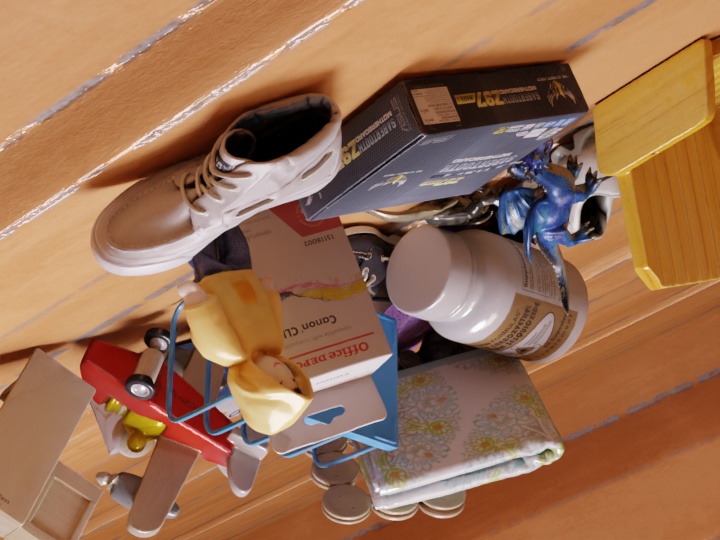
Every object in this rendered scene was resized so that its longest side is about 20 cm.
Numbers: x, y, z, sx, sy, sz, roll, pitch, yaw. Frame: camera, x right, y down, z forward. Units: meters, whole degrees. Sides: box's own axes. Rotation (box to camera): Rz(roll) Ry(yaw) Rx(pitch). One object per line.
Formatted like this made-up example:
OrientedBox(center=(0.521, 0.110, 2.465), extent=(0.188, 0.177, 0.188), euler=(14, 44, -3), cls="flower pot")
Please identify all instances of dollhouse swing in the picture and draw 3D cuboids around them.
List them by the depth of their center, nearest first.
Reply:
OrientedBox(center=(0.339, -0.100, 1.527), extent=(0.182, 0.176, 0.200), euler=(-32, 163, 38), cls="dollhouse swing")

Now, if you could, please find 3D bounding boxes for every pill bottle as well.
OrientedBox(center=(0.126, 0.021, 1.642), extent=(0.200, 0.115, 0.114), euler=(17, 143, -42), cls="pill bottle")

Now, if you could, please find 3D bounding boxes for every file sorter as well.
OrientedBox(center=(-0.076, 0.100, 1.595), extent=(0.200, 0.139, 0.123), euler=(23, 145, -37), cls="file sorter")

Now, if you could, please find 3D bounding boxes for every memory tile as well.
OrientedBox(center=(0.016, 0.189, 1.698), extent=(0.153, 0.200, 0.017), euler=(-5, 125, -15), cls="memory tile")

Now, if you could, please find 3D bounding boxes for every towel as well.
OrientedBox(center=(0.088, 0.158, 1.663), extent=(0.200, 0.171, 0.048), euler=(-15, 126, -4), cls="towel")

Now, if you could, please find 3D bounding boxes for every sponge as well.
OrientedBox(center=(0.039, 0.070, 1.764), extent=(0.111, 0.030, 0.200), euler=(-25, 165, -40), cls="sponge")

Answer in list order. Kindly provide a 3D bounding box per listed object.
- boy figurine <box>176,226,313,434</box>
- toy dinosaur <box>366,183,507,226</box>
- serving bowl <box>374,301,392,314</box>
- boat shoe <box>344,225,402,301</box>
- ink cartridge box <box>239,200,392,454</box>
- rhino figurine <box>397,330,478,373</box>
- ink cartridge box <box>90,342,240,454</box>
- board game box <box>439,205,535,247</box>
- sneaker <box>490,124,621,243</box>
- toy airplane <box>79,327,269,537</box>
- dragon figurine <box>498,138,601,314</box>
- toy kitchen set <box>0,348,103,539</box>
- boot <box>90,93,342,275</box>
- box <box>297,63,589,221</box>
OrientedBox(center=(-0.096, 0.028, 1.265), extent=(0.064, 0.200, 0.124), euler=(-27, 164, 25), cls="boy figurine")
OrientedBox(center=(0.085, -0.065, 1.547), extent=(0.088, 0.048, 0.200), euler=(-23, 166, 39), cls="toy dinosaur")
OrientedBox(center=(-0.015, 0.059, 1.809), extent=(0.200, 0.066, 0.200), euler=(-31, 168, -8), cls="serving bowl")
OrientedBox(center=(0.000, 0.000, 1.629), extent=(0.074, 0.060, 0.200), euler=(-27, 167, 18), cls="boat shoe")
OrientedBox(center=(-0.051, 0.042, 1.395), extent=(0.116, 0.200, 0.068), euler=(-17, 167, -22), cls="ink cartridge box")
OrientedBox(center=(0.096, 0.087, 1.771), extent=(0.200, 0.060, 0.087), euler=(-20, 160, -25), cls="rhino figurine")
OrientedBox(center=(-0.184, 0.129, 1.823), extent=(0.200, 0.076, 0.136), euler=(-14, 166, -28), cls="ink cartridge box")
OrientedBox(center=(0.118, -0.025, 1.809), extent=(0.120, 0.032, 0.200), euler=(-21, 168, 15), cls="board game box")
OrientedBox(center=(0.198, -0.057, 1.627), extent=(0.074, 0.089, 0.200), euler=(-17, 163, -31), cls="sneaker")
OrientedBox(center=(-0.189, 0.158, 1.658), extent=(0.141, 0.200, 0.200), euler=(-27, 168, 38), cls="toy airplane")
OrientedBox(center=(0.164, -0.048, 1.517), extent=(0.099, 0.059, 0.200), euler=(-13, 128, -25), cls="dragon figurine")
OrientedBox(center=(-0.362, 0.179, 1.572), extent=(0.180, 0.200, 0.163), euler=(-35, -157, 47), cls="toy kitchen set")
OrientedBox(center=(-0.104, -0.069, 1.172), extent=(0.200, 0.074, 0.096), euler=(-28, 163, -13), cls="boot")
OrientedBox(center=(0.064, -0.104, 1.324), extent=(0.200, 0.051, 0.158), euler=(-11, 165, -43), cls="box")
